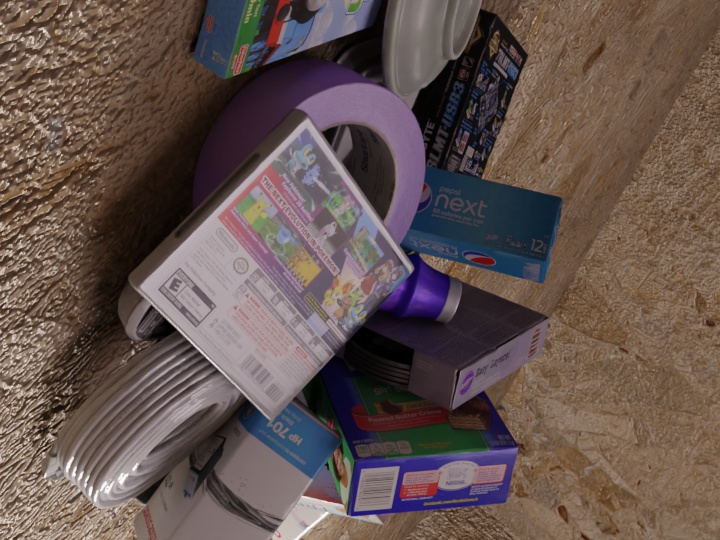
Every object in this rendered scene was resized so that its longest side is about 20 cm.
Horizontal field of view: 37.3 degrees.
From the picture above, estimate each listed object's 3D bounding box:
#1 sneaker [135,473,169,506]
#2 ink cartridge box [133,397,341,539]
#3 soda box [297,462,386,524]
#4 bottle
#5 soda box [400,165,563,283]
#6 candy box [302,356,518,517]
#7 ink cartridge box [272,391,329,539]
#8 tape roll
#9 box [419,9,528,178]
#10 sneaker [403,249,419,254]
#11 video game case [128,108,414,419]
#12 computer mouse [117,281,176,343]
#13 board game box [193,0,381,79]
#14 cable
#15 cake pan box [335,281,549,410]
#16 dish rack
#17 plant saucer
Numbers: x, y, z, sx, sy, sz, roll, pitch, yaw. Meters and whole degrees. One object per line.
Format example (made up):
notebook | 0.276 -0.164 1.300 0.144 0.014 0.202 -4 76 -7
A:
sneaker | -0.188 0.220 1.165 0.080 0.075 0.200 -56 164 -4
ink cartridge box | -0.122 0.204 1.022 0.201 0.086 0.146 -52 -164 -6
soda box | -0.064 0.211 1.131 0.064 0.198 0.069 61 41 -61
bottle | 0.000 0.000 1.035 0.083 0.198 0.066 -171 -80 -78
soda box | 0.089 -0.051 1.022 0.064 0.198 0.069 71 36 -70
candy box | 0.042 0.147 1.073 0.167 0.200 0.078 -1 120 -18
ink cartridge box | -0.060 0.211 1.292 0.144 0.147 0.200 -38 174 -42
tape roll | -0.040 -0.070 0.896 0.199 0.065 0.202 -22 129 -30
box | 0.124 -0.182 1.227 0.201 0.049 0.200 -72 163 5
sneaker | 0.057 -0.056 1.235 0.080 0.077 0.200 -46 -179 11
video game case | -0.062 0.002 0.852 0.182 0.023 0.200 -46 133 -9
computer mouse | -0.162 0.023 0.919 0.110 0.044 0.200 -50 169 -1
board game box | -0.031 -0.235 0.785 0.200 0.036 0.152 -36 154 -50
cable | -0.173 0.122 0.935 0.199 0.069 0.200 -32 165 -38
cake pan box | 0.070 0.061 1.100 0.199 0.183 0.053 -22 125 -52
dish rack | 0.004 -0.137 1.061 0.171 0.043 0.201 -32 151 -50
plant saucer | 0.075 -0.244 0.942 0.200 0.050 0.202 19 90 -77
